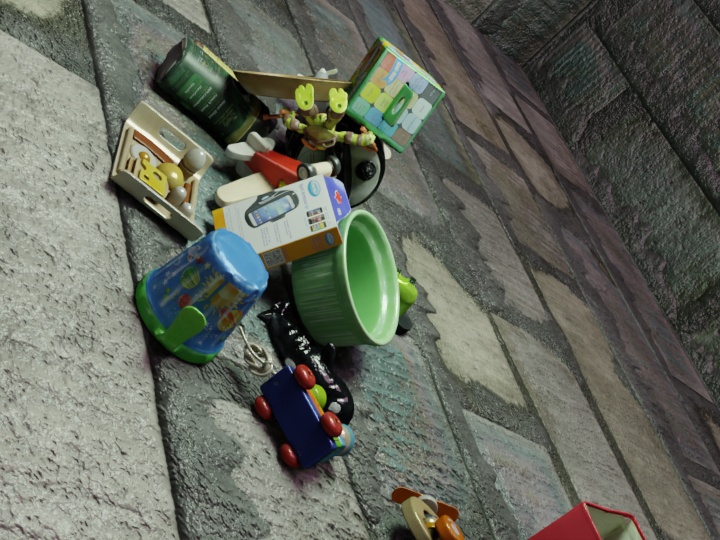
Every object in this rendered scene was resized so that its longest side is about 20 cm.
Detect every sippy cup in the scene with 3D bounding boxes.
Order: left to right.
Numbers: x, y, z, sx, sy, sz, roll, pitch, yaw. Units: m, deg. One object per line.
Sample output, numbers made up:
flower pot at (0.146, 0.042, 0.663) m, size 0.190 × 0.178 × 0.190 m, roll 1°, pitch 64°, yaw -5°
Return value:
sippy cup at (-0.188, 0.023, 1.397) m, size 0.139 × 0.130 × 0.180 m, roll 26°, pitch 32°, yaw -43°

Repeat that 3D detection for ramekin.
ramekin at (-0.023, 0.018, 1.676) m, size 0.199 × 0.096 × 0.204 m, roll -11°, pitch 90°, yaw -67°

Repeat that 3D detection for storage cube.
storage cube at (0.330, 0.467, 1.625) m, size 0.170 × 0.179 × 0.202 m, roll 24°, pitch 35°, yaw -47°

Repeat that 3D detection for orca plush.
orca plush at (-0.058, 0.119, 1.572) m, size 0.105 × 0.071 × 0.202 m, roll 16°, pitch 40°, yaw -54°

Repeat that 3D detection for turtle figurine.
turtle figurine at (-0.070, -0.229, 1.759) m, size 0.197 × 0.065 × 0.162 m, roll 20°, pitch -19°, yaw 7°

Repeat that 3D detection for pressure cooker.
pressure cooker at (-0.040, -0.208, 1.976) m, size 0.176 × 0.178 × 0.201 m, roll 42°, pitch 23°, yaw -26°

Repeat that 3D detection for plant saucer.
plant saucer at (-0.111, -0.299, 1.830) m, size 0.196 × 0.036 × 0.200 m, roll 5°, pitch 10°, yaw -1°

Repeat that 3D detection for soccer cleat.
soccer cleat at (0.000, 0.000, 1.794) m, size 0.199 × 0.082 × 0.067 m, roll 37°, pitch 10°, yaw 6°

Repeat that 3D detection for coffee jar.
coffee jar at (-0.236, -0.282, 1.840) m, size 0.199 × 0.085 × 0.105 m, roll 39°, pitch 17°, yaw -24°

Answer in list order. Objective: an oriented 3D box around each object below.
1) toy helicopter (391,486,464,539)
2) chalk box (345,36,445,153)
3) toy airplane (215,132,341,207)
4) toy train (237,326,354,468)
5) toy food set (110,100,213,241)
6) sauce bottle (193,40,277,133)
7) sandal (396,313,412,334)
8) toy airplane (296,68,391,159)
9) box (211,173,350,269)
toy helicopter at (0.112, 0.366, 1.540) m, size 0.200 × 0.079 × 0.133 m, roll 43°, pitch 12°, yaw -44°
chalk box at (0.049, -0.282, 1.819) m, size 0.123 × 0.125 × 0.200 m, roll 35°, pitch 12°, yaw -12°
toy airplane at (-0.127, -0.128, 1.763) m, size 0.196 × 0.144 × 0.200 m, roll 4°, pitch 24°, yaw -7°
toy train at (-0.083, 0.158, 1.463) m, size 0.202 × 0.084 × 0.115 m, roll 58°, pitch 13°, yaw 19°
toy food set at (-0.272, -0.145, 1.592) m, size 0.143 × 0.060 × 0.201 m, roll 39°, pitch 24°, yaw -26°
sauce bottle at (-0.227, -0.305, 1.926) m, size 0.200 × 0.066 × 0.066 m, roll 42°, pitch 23°, yaw -25°
sandal at (0.034, 0.015, 1.938) m, size 0.202 × 0.048 × 0.075 m, roll 54°, pitch 23°, yaw 8°
toy airplane at (-0.030, -0.301, 2.186) m, size 0.201 × 0.141 × 0.199 m, roll 56°, pitch 23°, yaw 13°
box at (-0.109, -0.066, 1.609) m, size 0.042 × 0.197 × 0.120 m, roll 73°, pitch 0°, yaw -46°
